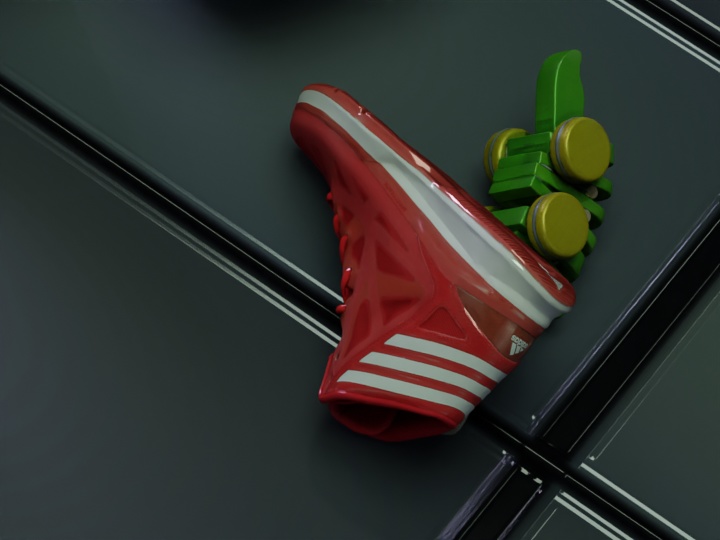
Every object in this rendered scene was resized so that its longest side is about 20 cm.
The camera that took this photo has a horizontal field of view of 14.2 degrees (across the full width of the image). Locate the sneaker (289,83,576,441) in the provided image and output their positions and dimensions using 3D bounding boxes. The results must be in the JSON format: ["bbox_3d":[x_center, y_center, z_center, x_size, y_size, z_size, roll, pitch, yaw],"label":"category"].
[{"bbox_3d":[0.000,0.000,1.301,0.116,0.078,0.200,-51,40,3],"label":"sneaker"}]

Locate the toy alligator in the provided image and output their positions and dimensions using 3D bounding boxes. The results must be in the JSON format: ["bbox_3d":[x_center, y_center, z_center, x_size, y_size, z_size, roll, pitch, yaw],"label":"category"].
[{"bbox_3d":[0.081,-0.005,1.332,0.054,0.059,0.201,32,65,-32],"label":"toy alligator"}]
